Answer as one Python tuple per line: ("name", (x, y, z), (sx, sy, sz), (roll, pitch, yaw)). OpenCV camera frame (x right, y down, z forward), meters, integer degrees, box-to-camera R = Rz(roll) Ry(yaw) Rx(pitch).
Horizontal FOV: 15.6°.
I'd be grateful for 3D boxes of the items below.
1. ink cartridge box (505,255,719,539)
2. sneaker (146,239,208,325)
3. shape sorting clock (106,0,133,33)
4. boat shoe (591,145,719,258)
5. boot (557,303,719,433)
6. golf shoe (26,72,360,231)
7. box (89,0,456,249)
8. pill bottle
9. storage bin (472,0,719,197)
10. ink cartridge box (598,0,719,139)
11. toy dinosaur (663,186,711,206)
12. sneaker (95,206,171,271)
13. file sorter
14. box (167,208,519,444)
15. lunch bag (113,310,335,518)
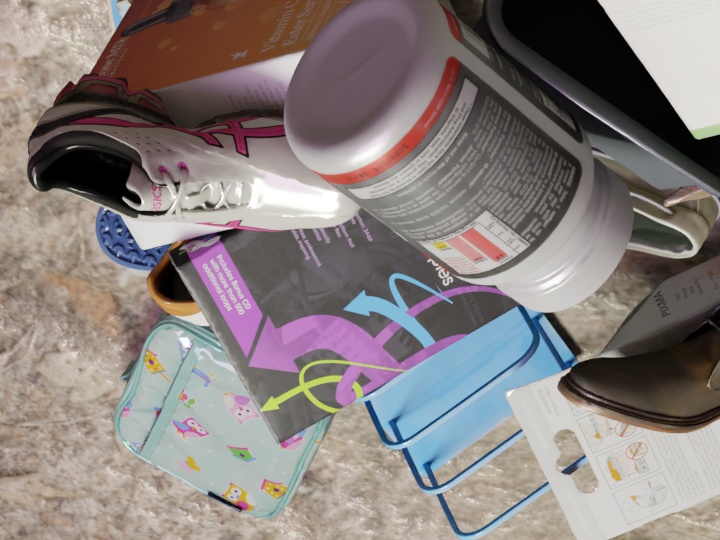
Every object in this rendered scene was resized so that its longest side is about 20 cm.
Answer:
("ink cartridge box", (0.210, 0.084, 1.754), (0.199, 0.050, 0.163), (-22, 127, 8))
("sneaker", (-0.051, -0.034, 1.661), (0.200, 0.085, 0.073), (-42, 72, 13))
("shape sorting clock", (-0.077, -0.151, 1.724), (0.198, 0.039, 0.201), (15, 140, 13))
("boat shoe", (0.136, -0.055, 1.696), (0.199, 0.062, 0.072), (8, 138, 23))
("boot", (0.221, 0.045, 1.661), (0.199, 0.075, 0.098), (1, 116, -26))
("golf shoe", (-0.096, -0.051, 1.521), (0.198, 0.092, 0.073), (11, 126, 10))
("box", (-0.055, -0.116, 1.616), (0.199, 0.153, 0.107), (-13, 123, 26))
("pill bottle", (0.060, -0.062, 1.486), (0.115, 0.117, 0.200), (-15, 141, 39))
("storage bin", (0.161, -0.137, 1.551), (0.199, 0.146, 0.134), (33, 168, -9))
("ink cartridge box", (0.187, -0.163, 1.384), (0.145, 0.048, 0.200), (-11, 128, 45))
("toy dinosaur", (0.279, -0.071, 1.589), (0.199, 0.086, 0.136), (10, 136, 32))
("sneaker", (-0.076, -0.037, 1.758), (0.198, 0.071, 0.078), (-8, 174, 21))
("file sorter", (0.058, 0.059, 1.775), (0.138, 0.123, 0.200), (-36, 119, 4))
("box", (0.000, 0.000, 1.642), (0.199, 0.036, 0.144), (-31, 116, -3))
("lunch bag", (-0.102, 0.096, 1.984), (0.160, 0.077, 0.200), (26, 141, -1))
